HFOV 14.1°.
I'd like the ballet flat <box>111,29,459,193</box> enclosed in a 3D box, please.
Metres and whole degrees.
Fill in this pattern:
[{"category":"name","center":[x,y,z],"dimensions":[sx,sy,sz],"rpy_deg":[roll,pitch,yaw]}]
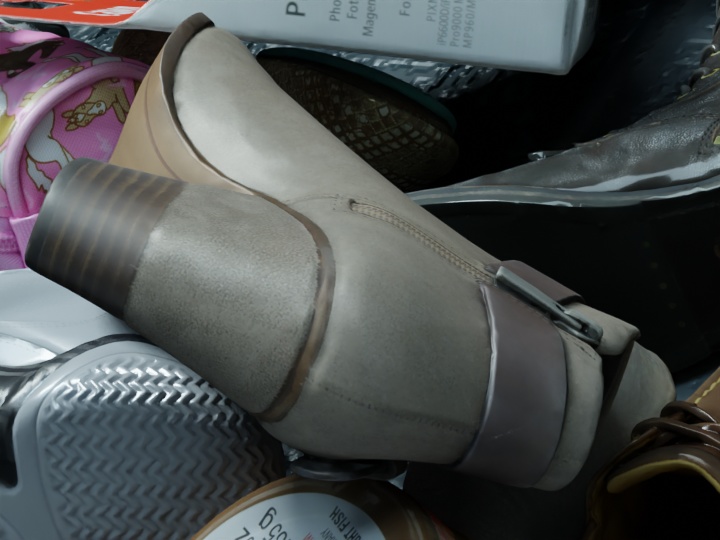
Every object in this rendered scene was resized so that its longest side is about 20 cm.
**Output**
[{"category":"ballet flat","center":[-0.035,-0.038,0.945],"dimensions":[0.065,0.070,0.200],"rpy_deg":[-57,25,-7]}]

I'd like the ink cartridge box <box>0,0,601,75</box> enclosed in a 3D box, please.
[{"category":"ink cartridge box","center":[-0.025,-0.096,0.914],"dimensions":[0.199,0.057,0.163],"rpy_deg":[10,8,5]}]

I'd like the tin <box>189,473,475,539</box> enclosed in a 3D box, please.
[{"category":"tin","center":[-0.047,0.132,0.697],"dimensions":[0.200,0.042,0.112],"rpy_deg":[-48,29,4]}]

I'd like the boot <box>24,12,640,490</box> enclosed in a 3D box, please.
[{"category":"boot","center":[0.000,0.000,0.748],"dimensions":[0.146,0.071,0.200],"rpy_deg":[22,20,2]}]

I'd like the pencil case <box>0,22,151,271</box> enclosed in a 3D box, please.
[{"category":"pencil case","center":[-0.134,-0.042,0.933],"dimensions":[0.199,0.083,0.087],"rpy_deg":[16,77,44]}]

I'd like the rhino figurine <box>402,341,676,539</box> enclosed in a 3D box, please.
[{"category":"rhino figurine","center":[0.020,0.084,0.758],"dimensions":[0.087,0.060,0.200],"rpy_deg":[-1,42,36]}]

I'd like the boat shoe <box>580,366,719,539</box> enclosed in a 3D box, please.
[{"category":"boat shoe","center":[0.094,0.066,0.726],"dimensions":[0.072,0.068,0.200],"rpy_deg":[6,44,35]}]

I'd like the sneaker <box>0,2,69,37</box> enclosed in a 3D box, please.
[{"category":"sneaker","center":[-0.192,-0.088,1.129],"dimensions":[0.199,0.076,0.077],"rpy_deg":[10,70,41]}]

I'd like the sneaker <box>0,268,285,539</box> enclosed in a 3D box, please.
[{"category":"sneaker","center":[-0.111,0.030,0.800],"dimensions":[0.199,0.076,0.115],"rpy_deg":[7,22,7]}]

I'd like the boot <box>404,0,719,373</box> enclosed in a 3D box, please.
[{"category":"boot","center":[0.110,-0.044,0.880],"dimensions":[0.199,0.069,0.174],"rpy_deg":[-5,33,21]}]
